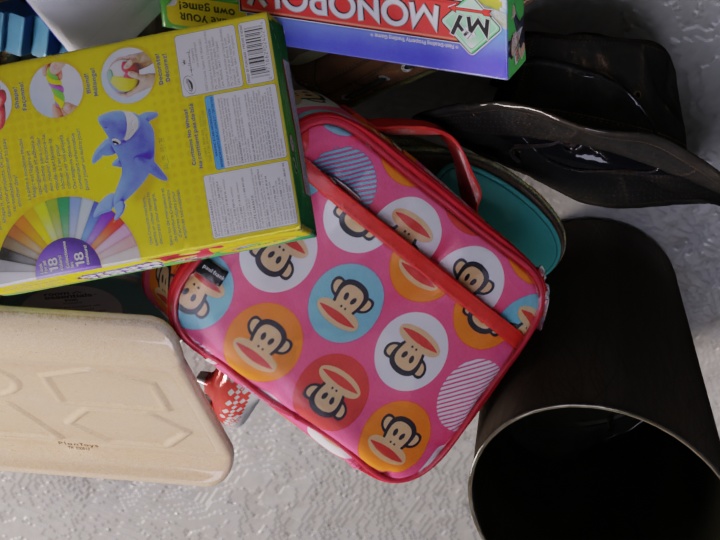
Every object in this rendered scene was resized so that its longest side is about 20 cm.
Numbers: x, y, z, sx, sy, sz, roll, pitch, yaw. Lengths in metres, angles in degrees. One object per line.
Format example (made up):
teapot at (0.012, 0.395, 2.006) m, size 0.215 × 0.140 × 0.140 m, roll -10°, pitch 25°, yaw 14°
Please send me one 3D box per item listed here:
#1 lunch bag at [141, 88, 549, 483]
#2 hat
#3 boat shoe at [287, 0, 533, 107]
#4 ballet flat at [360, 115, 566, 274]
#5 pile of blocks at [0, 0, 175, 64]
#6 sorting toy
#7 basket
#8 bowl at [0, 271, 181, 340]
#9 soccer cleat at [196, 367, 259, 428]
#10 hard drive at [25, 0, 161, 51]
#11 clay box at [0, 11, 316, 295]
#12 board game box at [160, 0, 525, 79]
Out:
lunch bag at (0.000, 0.000, 1.618) m, size 0.200 × 0.082 × 0.177 m, roll 37°, pitch 90°, yaw -26°
hat at (0.131, -0.093, 1.658) m, size 0.199 × 0.082 × 0.201 m, roll 13°, pitch 171°, yaw 2°
boat shoe at (0.049, -0.150, 1.634) m, size 0.199 × 0.072 × 0.068 m, roll -19°, pitch 130°, yaw 25°
ballet flat at (0.026, -0.050, 1.686) m, size 0.199 × 0.071 × 0.071 m, roll 18°, pitch 126°, yaw -23°
pile of blocks at (-0.201, -0.122, 1.632) m, size 0.198 × 0.082 × 0.063 m, roll 6°, pitch 115°, yaw -6°
sorting toy at (-0.172, 0.063, 1.650) m, size 0.184 × 0.037 × 0.200 m, roll 4°, pitch 155°, yaw 9°
basket at (0.137, 0.076, 1.718) m, size 0.136 × 0.201 × 0.180 m, roll -34°, pitch 120°, yaw 24°
bowl at (-0.157, -0.013, 1.670) m, size 0.199 × 0.106 × 0.201 m, roll -3°, pitch 148°, yaw -2°
soccer cleat at (-0.043, 0.032, 1.748) m, size 0.085 × 0.069 × 0.201 m, roll 18°, pitch 137°, yaw 2°
hard drive at (-0.155, -0.220, 1.557) m, size 0.132 × 0.025 × 0.200 m, roll -46°, pitch 122°, yaw -12°
clay box at (-0.130, -0.056, 1.538) m, size 0.198 × 0.048 × 0.116 m, roll -10°, pitch 84°, yaw 10°
board game box at (-0.013, -0.177, 1.524) m, size 0.199 × 0.029 × 0.135 m, roll 10°, pitch 121°, yaw 21°
